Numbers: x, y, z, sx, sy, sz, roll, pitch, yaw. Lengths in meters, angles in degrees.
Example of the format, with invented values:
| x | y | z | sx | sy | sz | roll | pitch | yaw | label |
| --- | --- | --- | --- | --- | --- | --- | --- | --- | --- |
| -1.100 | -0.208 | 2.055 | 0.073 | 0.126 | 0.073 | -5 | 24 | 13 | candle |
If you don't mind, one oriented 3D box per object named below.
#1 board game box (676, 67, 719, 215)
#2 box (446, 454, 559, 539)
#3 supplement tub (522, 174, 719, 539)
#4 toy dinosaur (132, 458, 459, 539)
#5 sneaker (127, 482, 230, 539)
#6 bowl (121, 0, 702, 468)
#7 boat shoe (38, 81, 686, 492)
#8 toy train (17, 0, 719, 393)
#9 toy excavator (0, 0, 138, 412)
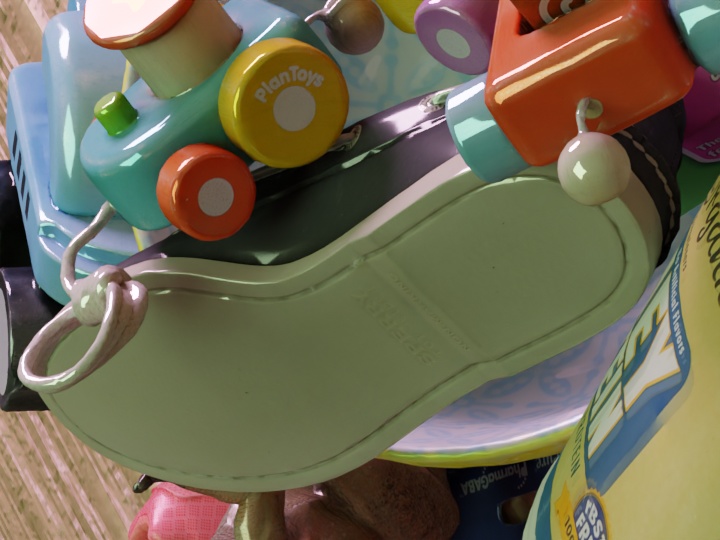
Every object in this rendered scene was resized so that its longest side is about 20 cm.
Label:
| x | y | z | sx | sy | sz | roll | pitch | yaw | label |
| --- | --- | --- | --- | --- | --- | --- | --- | --- | --- |
| 0.119 | -0.126 | 0.718 | 0.200 | 0.040 | 0.153 | -32 | 65 | 28 | board game box |
| 0.027 | -0.007 | 0.947 | 0.121 | 0.032 | 0.201 | -25 | 76 | 53 | box |
| 0.133 | 0.029 | 0.657 | 0.145 | 0.144 | 0.200 | 57 | 139 | 32 | supplement tub |
| -0.009 | 0.092 | 0.897 | 0.135 | 0.200 | 0.086 | 37 | 153 | -6 | toy dinosaur |
| -0.022 | 0.147 | 0.974 | 0.074 | 0.087 | 0.201 | -4 | 106 | 60 | sneaker |
| 0.043 | -0.035 | 0.831 | 0.200 | 0.108 | 0.201 | -6 | 73 | 18 | bowl |
| 0.000 | 0.000 | 0.738 | 0.200 | 0.063 | 0.073 | -22 | 116 | 40 | boat shoe |
| -0.004 | -0.051 | 0.682 | 0.200 | 0.150 | 0.056 | -24 | 118 | 27 | toy train |
| -0.072 | -0.078 | 0.992 | 0.195 | 0.100 | 0.200 | -109 | 23 | -53 | toy excavator |
